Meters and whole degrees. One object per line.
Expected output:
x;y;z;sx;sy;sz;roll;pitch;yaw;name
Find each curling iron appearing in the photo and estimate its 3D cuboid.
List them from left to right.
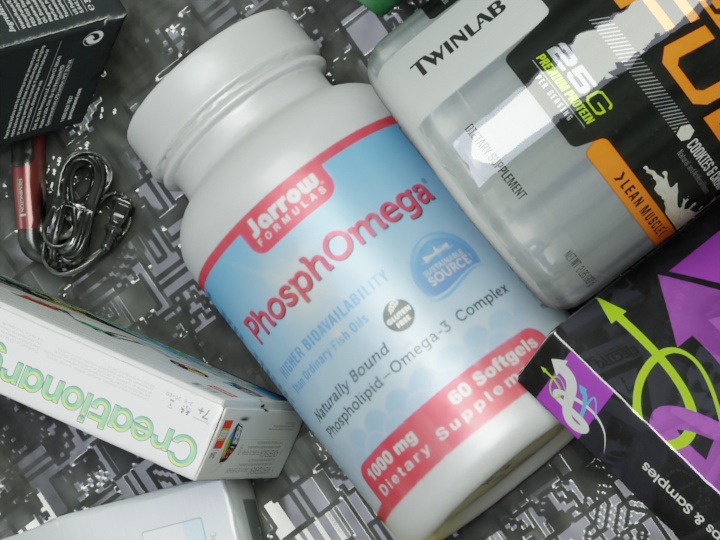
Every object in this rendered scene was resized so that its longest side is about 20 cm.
-0.130;-0.095;1.215;0.049;0.026;0.201;-8;79;-9;curling iron

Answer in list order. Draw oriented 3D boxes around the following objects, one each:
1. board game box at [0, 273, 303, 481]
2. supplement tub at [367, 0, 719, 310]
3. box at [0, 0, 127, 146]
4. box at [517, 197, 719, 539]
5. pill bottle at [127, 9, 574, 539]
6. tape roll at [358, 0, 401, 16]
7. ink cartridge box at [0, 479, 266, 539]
-0.129;0.030;1.153;0.199;0.126;0.035;23;91;14;board game box
0.112;-0.090;1.051;0.200;0.123;0.123;-39;79;5;supplement tub
-0.205;-0.139;1.154;0.141;0.079;0.201;-17;65;-33;box
0.174;0.068;1.081;0.200;0.143;0.036;45;136;10;box
0.000;0.000;1.135;0.109;0.109;0.200;-40;79;8;pill bottle
-0.041;-0.186;1.108;0.048;0.200;0.201;-41;79;6;tape roll
-0.123;0.184;1.183;0.199;0.047;0.161;-15;84;9;ink cartridge box
